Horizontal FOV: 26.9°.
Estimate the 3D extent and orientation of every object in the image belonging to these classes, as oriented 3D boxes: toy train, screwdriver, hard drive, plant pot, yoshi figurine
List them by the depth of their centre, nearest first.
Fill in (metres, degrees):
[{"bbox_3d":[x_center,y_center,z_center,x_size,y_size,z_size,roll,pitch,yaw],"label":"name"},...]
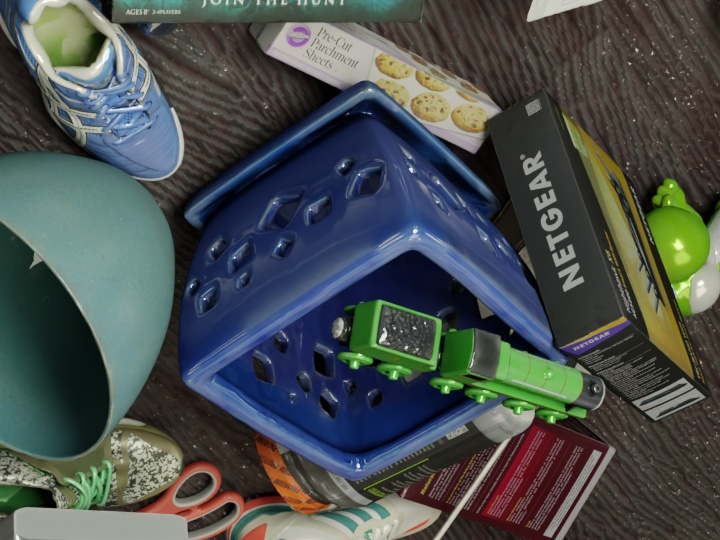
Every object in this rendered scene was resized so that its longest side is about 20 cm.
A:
[{"bbox_3d":[0.072,0.057,0.935,0.199,0.056,0.042,18,72,-31],"label":"toy train"},{"bbox_3d":[-0.198,0.003,0.976,0.135,0.199,0.201,-45,146,-43],"label":"plant pot"},{"bbox_3d":[0.000,0.000,1.033,0.199,0.180,0.200,-32,136,22],"label":"plant pot"},{"bbox_3d":[-0.232,0.216,1.134,0.131,0.027,0.200,8,154,-31],"label":"hard drive"},{"bbox_3d":[0.288,-0.031,1.206,0.199,0.112,0.112,-31,98,-22],"label":"yoshi figurine"},{"bbox_3d":[0.117,0.146,1.234,0.028,0.029,0.200,44,72,-34],"label":"screwdriver"}]

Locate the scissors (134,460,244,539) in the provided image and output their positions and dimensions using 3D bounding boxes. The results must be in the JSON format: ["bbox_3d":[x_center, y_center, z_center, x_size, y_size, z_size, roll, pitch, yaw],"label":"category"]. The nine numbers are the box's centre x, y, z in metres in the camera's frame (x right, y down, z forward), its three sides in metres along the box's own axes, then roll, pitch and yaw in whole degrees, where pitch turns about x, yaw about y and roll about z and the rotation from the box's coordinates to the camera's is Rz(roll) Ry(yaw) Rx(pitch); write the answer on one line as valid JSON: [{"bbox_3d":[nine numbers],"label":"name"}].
[{"bbox_3d":[-0.192,0.218,1.231,0.199,0.014,0.073,-26,123,-7],"label":"scissors"}]

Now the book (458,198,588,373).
[{"bbox_3d":[0.171,0.023,1.254,0.199,0.048,0.134,19,119,-37],"label":"book"}]

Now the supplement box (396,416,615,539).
[{"bbox_3d":[0.117,0.161,1.305,0.199,0.061,0.109,25,99,-38],"label":"supplement box"}]

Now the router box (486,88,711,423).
[{"bbox_3d":[0.171,-0.010,1.080,0.052,0.201,0.157,-28,144,21],"label":"router box"}]

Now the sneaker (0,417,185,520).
[{"bbox_3d":[-0.222,0.164,1.123,0.199,0.089,0.077,-3,113,-25],"label":"sneaker"}]

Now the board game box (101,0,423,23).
[{"bbox_3d":[-0.049,-0.212,0.877,0.199,0.028,0.136,-5,117,-24],"label":"board game box"}]

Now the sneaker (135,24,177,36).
[{"bbox_3d":[-0.072,-0.223,0.924,0.085,0.077,0.200,17,116,-39],"label":"sneaker"}]

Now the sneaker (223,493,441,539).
[{"bbox_3d":[-0.011,0.233,1.285,0.199,0.094,0.071,-5,126,-23],"label":"sneaker"}]

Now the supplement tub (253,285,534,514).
[{"bbox_3d":[0.024,0.106,1.170,0.199,0.123,0.123,-28,134,17],"label":"supplement tub"}]

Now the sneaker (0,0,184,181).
[{"bbox_3d":[-0.171,-0.120,0.949,0.076,0.077,0.200,-36,134,0],"label":"sneaker"}]

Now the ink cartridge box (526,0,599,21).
[{"bbox_3d":[0.166,-0.257,0.975,0.200,0.047,0.161,-26,141,-47],"label":"ink cartridge box"}]

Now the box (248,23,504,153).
[{"bbox_3d":[0.015,-0.138,1.053,0.199,0.039,0.042,22,112,-37],"label":"box"}]
